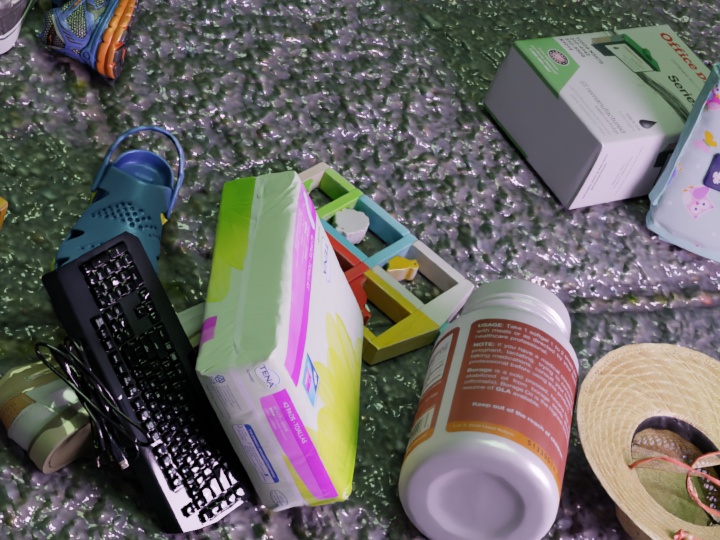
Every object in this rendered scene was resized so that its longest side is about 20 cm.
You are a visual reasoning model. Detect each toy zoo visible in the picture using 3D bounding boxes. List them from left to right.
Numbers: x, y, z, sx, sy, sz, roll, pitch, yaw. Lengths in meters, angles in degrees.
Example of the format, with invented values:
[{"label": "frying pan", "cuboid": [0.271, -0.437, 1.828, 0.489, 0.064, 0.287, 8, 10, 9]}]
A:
[{"label": "toy zoo", "cuboid": [0.000, 0.000, 1.470, 0.200, 0.020, 0.131, 41, 42, 18]}]

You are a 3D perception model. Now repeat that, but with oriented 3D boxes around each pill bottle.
[{"label": "pill bottle", "cuboid": [0.098, 0.099, 1.342, 0.112, 0.112, 0.200, 23, 40, -3]}]

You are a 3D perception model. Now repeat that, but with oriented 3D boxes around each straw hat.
[{"label": "straw hat", "cuboid": [0.228, 0.158, 1.366, 0.201, 0.085, 0.201, 13, 47, -14]}]

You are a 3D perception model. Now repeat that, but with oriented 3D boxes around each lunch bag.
[{"label": "lunch bag", "cuboid": [0.364, -0.093, 1.644, 0.200, 0.170, 0.122, 5, 36, -23]}]

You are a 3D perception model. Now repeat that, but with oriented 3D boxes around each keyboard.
[{"label": "keyboard", "cuboid": [-0.137, 0.080, 1.213, 0.104, 0.040, 0.200, -32, 101, -35]}]

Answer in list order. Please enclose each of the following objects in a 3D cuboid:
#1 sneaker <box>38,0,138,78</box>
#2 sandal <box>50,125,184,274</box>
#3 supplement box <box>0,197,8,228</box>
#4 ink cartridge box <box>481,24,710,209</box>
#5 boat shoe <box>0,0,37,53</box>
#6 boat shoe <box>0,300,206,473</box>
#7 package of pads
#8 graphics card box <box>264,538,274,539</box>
[{"label": "sneaker", "cuboid": [-0.224, -0.247, 1.586, 0.078, 0.075, 0.200, 14, 39, -9]}, {"label": "sandal", "cuboid": [-0.175, -0.038, 1.371, 0.079, 0.087, 0.200, 18, 42, -12]}, {"label": "supplement box", "cuboid": [-0.345, -0.004, 1.244, 0.110, 0.086, 0.200, 35, 40, 10]}, {"label": "ink cartridge box", "cuboid": [0.236, -0.144, 1.700, 0.200, 0.084, 0.146, -12, 53, -36]}, {"label": "boat shoe", "cuboid": [-0.292, -0.261, 1.569, 0.071, 0.064, 0.200, 16, 40, -11]}, {"label": "boat shoe", "cuboid": [-0.163, 0.061, 1.277, 0.068, 0.075, 0.200, 45, 44, 14]}, {"label": "package of pads", "cuboid": [-0.051, 0.050, 1.291, 0.068, 0.155, 0.200, -12, 40, 14]}, {"label": "graphics card box", "cuboid": [-0.026, 0.268, 1.141, 0.125, 0.051, 0.200, 19, 41, -7]}]
